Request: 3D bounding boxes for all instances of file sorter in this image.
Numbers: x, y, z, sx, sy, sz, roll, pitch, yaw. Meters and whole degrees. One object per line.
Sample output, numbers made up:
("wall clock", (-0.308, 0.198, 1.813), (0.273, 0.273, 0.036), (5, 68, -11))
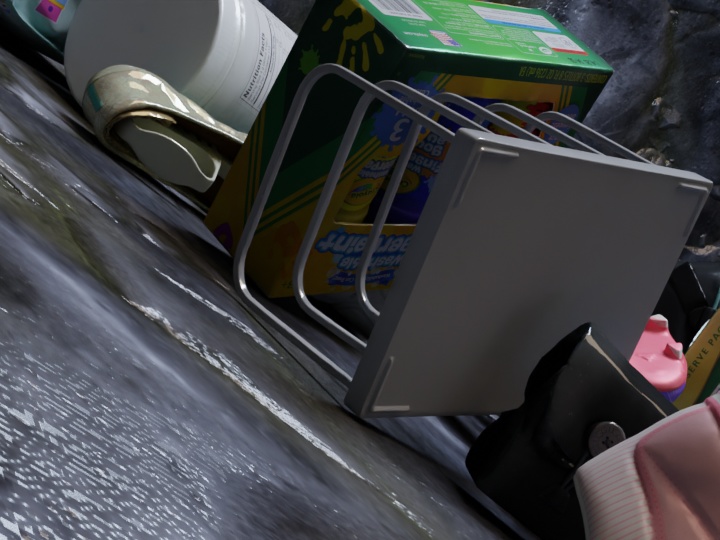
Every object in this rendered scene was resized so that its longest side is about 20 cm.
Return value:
("file sorter", (0.053, -0.016, 0.793), (0.200, 0.139, 0.124), (4, 24, -48))

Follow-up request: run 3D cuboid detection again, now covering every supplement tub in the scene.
("supplement tub", (-0.097, -0.124, 1.086), (0.132, 0.132, 0.200), (41, 5, 34))

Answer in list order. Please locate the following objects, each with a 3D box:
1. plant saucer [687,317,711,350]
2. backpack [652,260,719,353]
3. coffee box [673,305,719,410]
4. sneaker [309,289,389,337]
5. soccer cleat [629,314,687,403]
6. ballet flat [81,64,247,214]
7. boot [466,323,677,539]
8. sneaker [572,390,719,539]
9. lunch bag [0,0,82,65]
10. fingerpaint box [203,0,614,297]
("plant saucer", (0.253, 0.127, 1.010), (0.039, 0.202, 0.201), (1, -22, 36))
("backpack", (0.214, 0.095, 1.123), (0.153, 0.176, 0.200), (4, -23, 34))
("coffee box", (0.265, 0.109, 0.891), (0.200, 0.123, 0.044), (39, 5, 18))
("sneaker", (0.000, 0.000, 1.077), (0.081, 0.075, 0.200), (46, 10, -13))
("soccer cleat", (0.132, 0.052, 0.935), (0.067, 0.077, 0.200), (-1, 19, -23))
("ballet flat", (-0.089, -0.057, 0.974), (0.200, 0.067, 0.062), (28, 23, -29))
("boot", (0.173, 0.095, 0.750), (0.200, 0.165, 0.066), (38, -13, 0))
("sneaker", (0.151, 0.158, 0.654), (0.075, 0.104, 0.201), (63, 6, -78))
("lunch bag", (-0.236, -0.229, 1.093), (0.170, 0.122, 0.200), (39, 7, 28))
("fingerpaint box", (0.032, -0.072, 0.908), (0.200, 0.167, 0.073), (-2, 41, -49))
